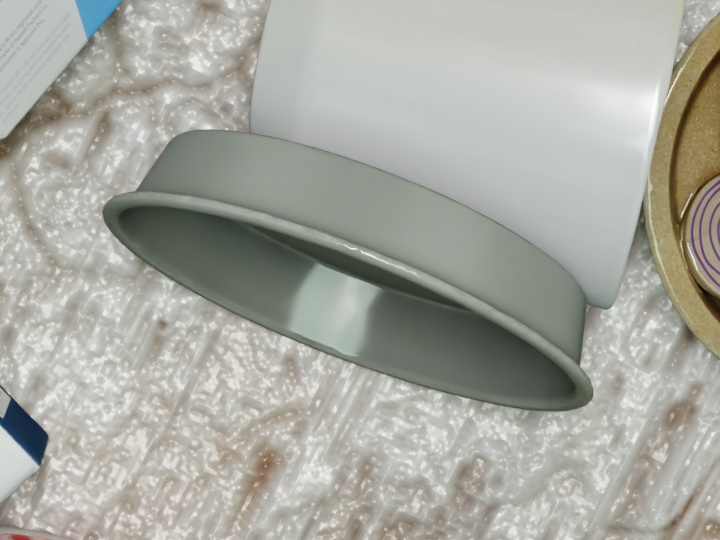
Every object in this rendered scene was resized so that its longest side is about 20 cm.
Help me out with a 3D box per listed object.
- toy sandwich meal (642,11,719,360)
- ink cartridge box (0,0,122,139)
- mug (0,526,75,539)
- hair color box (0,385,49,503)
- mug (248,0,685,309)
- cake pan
[{"bbox_3d":[0.210,-0.041,0.984,0.205,0.070,0.206,-1,96,-12],"label":"toy sandwich meal"},{"bbox_3d":[-0.180,-0.156,0.920,0.116,0.068,0.200,-49,124,4],"label":"ink cartridge box"},{"bbox_3d":[-0.128,0.218,1.008,0.133,0.177,0.200,20,93,31],"label":"mug"},{"bbox_3d":[-0.234,0.104,0.998,0.200,0.061,0.100,-41,98,3],"label":"hair color box"},{"bbox_3d":[0.043,-0.084,0.966,0.153,0.187,0.150,11,130,4],"label":"mug"},{"bbox_3d":[0.000,0.000,0.935,0.200,0.200,0.037,23,77,-6],"label":"cake pan"}]
